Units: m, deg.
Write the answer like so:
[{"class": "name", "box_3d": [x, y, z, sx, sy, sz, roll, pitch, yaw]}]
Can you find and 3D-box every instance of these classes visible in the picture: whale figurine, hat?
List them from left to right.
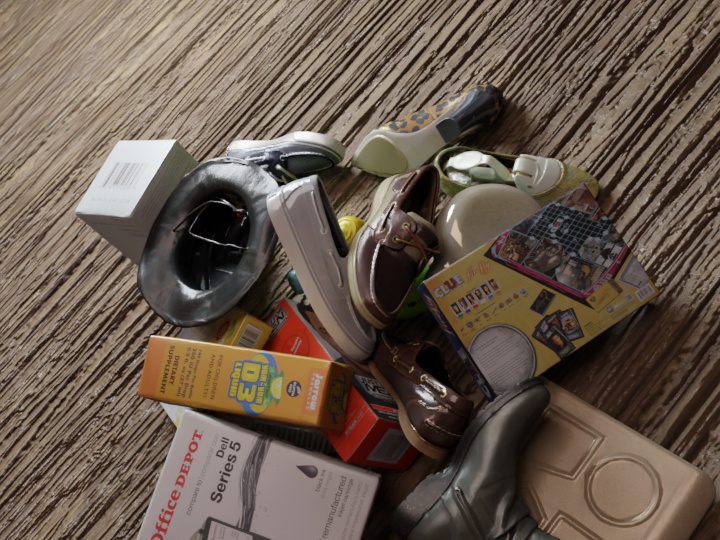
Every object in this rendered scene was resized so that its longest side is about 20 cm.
[{"class": "hat", "box_3d": [-0.153, -0.022, 0.936, 0.200, 0.081, 0.201, -10, 65, 23]}, {"class": "whale figurine", "box_3d": [0.143, 0.011, 0.888, 0.158, 0.104, 0.201, -6, 75, -10]}]

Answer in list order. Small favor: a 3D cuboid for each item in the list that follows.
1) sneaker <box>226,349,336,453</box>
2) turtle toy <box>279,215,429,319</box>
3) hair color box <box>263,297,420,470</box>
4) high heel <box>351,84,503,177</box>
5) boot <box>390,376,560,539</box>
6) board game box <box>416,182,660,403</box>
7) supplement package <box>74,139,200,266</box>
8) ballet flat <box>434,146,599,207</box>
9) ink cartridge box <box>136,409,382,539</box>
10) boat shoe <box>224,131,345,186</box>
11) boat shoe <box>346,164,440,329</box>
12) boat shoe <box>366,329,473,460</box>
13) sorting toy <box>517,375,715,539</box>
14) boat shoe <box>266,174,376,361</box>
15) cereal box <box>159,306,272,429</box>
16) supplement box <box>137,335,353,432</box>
[{"class": "sneaker", "box_3d": [-0.087, 0.132, 0.940, 0.200, 0.073, 0.115, 10, 61, 34]}, {"class": "turtle toy", "box_3d": [0.000, 0.000, 0.948, 0.199, 0.146, 0.101, 5, 83, 32]}, {"class": "hair color box", "box_3d": [-0.019, 0.118, 0.884, 0.061, 0.101, 0.200, -55, 48, 12]}, {"class": "high heel", "box_3d": [0.089, -0.182, 1.082, 0.200, 0.072, 0.143, -13, 19, 45]}, {"class": "boot", "box_3d": [0.133, 0.205, 0.737, 0.131, 0.068, 0.200, 40, 88, 30]}, {"class": "board game box", "box_3d": [0.175, 0.021, 0.817, 0.200, 0.035, 0.136, -30, 82, -13]}, {"class": "supplement package", "box_3d": [-0.235, -0.059, 1.059, 0.117, 0.200, 0.118, 5, 61, 38]}, {"class": "ballet flat", "box_3d": [0.172, -0.109, 0.962, 0.199, 0.071, 0.071, 12, 65, 34]}, {"class": "ink cartridge box", "box_3d": [-0.096, 0.234, 0.797, 0.199, 0.084, 0.146, 18, 80, 7]}, {"class": "boat shoe", "box_3d": [-0.112, -0.129, 1.137, 0.199, 0.075, 0.093, -1, 65, 38]}, {"class": "boat shoe", "box_3d": [0.044, -0.032, 0.840, 0.072, 0.072, 0.200, -25, 32, 39]}, {"class": "boat shoe", "box_3d": [0.063, 0.107, 0.837, 0.071, 0.070, 0.200, -64, 25, 15]}, {"class": "sorting toy", "box_3d": [0.187, 0.215, 0.759, 0.200, 0.036, 0.185, 32, 78, 35]}, {"class": "boat shoe", "box_3d": [-0.023, -0.004, 0.859, 0.068, 0.072, 0.201, -25, 93, 14]}, {"class": "cereal box", "box_3d": [-0.177, 0.104, 0.957, 0.144, 0.039, 0.200, -62, 23, -5]}, {"class": "supplement box", "box_3d": [-0.112, 0.109, 0.811, 0.199, 0.069, 0.067, 5, 77, 18]}]
